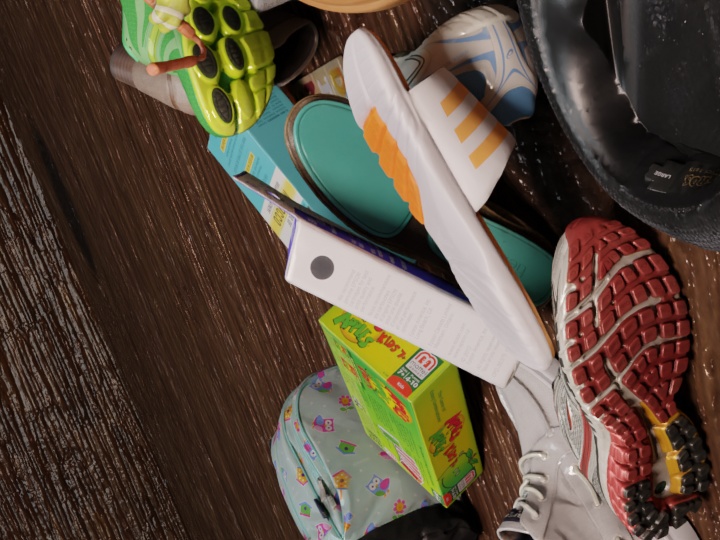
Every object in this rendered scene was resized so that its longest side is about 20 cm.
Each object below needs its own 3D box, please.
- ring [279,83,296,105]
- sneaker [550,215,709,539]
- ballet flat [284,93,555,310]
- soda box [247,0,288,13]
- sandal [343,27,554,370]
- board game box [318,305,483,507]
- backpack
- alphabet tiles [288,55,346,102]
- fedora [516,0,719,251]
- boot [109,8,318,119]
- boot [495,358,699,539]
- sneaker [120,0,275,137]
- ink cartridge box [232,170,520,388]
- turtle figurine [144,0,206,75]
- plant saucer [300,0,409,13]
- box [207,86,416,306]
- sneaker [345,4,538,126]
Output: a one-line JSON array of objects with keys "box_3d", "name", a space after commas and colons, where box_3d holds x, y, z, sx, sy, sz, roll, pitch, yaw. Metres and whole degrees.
[{"box_3d": [-0.060, -0.092, 1.111, 0.201, 0.019, 0.201, 52, 157, 32], "name": "ring"}, {"box_3d": [0.136, 0.060, 0.708, 0.082, 0.077, 0.201, 37, 147, 55], "name": "sneaker"}, {"box_3d": [0.036, -0.041, 0.779, 0.199, 0.068, 0.072, 30, -178, -9], "name": "ballet flat"}, {"box_3d": [-0.092, -0.287, 0.892, 0.201, 0.068, 0.064, 59, 161, 15], "name": "soda box"}, {"box_3d": [0.060, -0.045, 0.675, 0.208, 0.059, 0.079, 59, 168, -9], "name": "sandal"}, {"box_3d": [0.036, 0.102, 0.983, 0.101, 0.048, 0.201, 39, 163, 30], "name": "board game box"}, {"box_3d": [0.004, 0.186, 1.130, 0.201, 0.166, 0.127, 57, 140, 29], "name": "backpack"}, {"box_3d": [-0.006, -0.083, 1.013, 0.168, 0.006, 0.200, 67, 161, -6], "name": "alphabet tiles"}, {"box_3d": [0.138, -0.110, 0.469, 0.201, 0.091, 0.201, 52, 157, 33], "name": "fedora"}, {"box_3d": [-0.101, -0.194, 0.991, 0.145, 0.201, 0.071, 10, 143, 23], "name": "boot"}, {"box_3d": [0.124, 0.138, 0.807, 0.200, 0.095, 0.074, 52, 157, 34], "name": "boot"}, {"box_3d": [-0.121, -0.167, 0.889, 0.084, 0.074, 0.201, -55, 51, 42], "name": "sneaker"}, {"box_3d": [0.000, 0.000, 0.805, 0.199, 0.044, 0.198, 29, -177, -5], "name": "ink cartridge box"}, {"box_3d": [-0.100, -0.216, 0.776, 0.161, 0.200, 0.064, 43, 148, 4], "name": "turtle figurine"}, {"box_3d": [-0.018, -0.238, 0.671, 0.199, 0.037, 0.202, 16, 117, 33], "name": "plant saucer"}, {"box_3d": [-0.042, -0.056, 1.004, 0.200, 0.049, 0.082, 51, 154, 13], "name": "box"}, {"box_3d": [0.043, -0.103, 0.756, 0.200, 0.071, 0.073, 172, 86, -70], "name": "sneaker"}]
